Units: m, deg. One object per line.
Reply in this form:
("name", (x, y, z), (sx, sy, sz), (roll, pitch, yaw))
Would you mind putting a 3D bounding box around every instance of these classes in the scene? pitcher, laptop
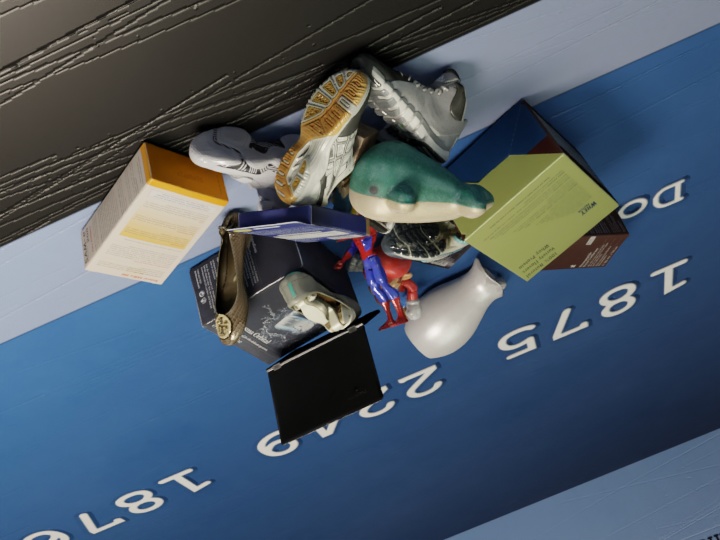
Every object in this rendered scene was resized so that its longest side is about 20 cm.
("pitcher", (0.192, 0.076, 1.667), (0.200, 0.122, 0.171), (-43, 157, 13))
("laptop", (-0.045, 0.169, 1.413), (0.186, 0.117, 0.200), (-26, 180, 16))

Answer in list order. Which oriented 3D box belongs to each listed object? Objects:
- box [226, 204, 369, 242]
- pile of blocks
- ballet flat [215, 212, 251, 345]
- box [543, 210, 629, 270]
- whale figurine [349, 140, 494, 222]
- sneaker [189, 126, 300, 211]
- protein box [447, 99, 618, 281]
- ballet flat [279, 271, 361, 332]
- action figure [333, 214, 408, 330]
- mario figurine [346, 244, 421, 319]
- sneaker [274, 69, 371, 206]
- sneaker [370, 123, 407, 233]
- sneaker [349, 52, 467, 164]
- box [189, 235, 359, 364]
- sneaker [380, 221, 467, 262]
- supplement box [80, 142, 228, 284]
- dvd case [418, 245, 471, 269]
("box", (-0.085, -0.066, 1.216), (0.120, 0.033, 0.199), (-4, 176, 28))
("pile of blocks", (-0.030, -0.138, 1.273), (0.082, 0.062, 0.201), (-50, 162, -38))
("ballet flat", (-0.198, 0.011, 1.299), (0.067, 0.203, 0.046), (-1, 170, 37))
("box", (0.385, -0.059, 1.602), (0.198, 0.076, 0.101), (-3, 143, -22))
("whale figurine", (0.082, -0.121, 1.181), (0.198, 0.105, 0.159), (9, -164, 20))
("sneaker", (-0.152, -0.133, 1.211), (0.198, 0.076, 0.115), (-2, 140, -31))
("protein box", (0.261, -0.121, 1.371), (0.198, 0.136, 0.199), (-42, 139, 20))
("ballet flat", (-0.056, 0.064, 1.343), (0.067, 0.064, 0.200), (-36, 144, 15))
("action figure", (0.000, 0.000, 1.377), (0.098, 0.202, 0.065), (-14, 175, -33))
("mario figurine", (0.041, 0.030, 1.508), (0.122, 0.107, 0.200), (-5, 155, 9))
("sneaker", (-0.037, -0.174, 1.158), (0.087, 0.076, 0.201), (12, 118, -47))
("sneaker", (0.059, -0.152, 1.314), (0.081, 0.075, 0.201), (-29, 149, -36))
("sneaker", (0.078, -0.250, 1.188), (0.200, 0.075, 0.116), (44, 78, -31))
("box", (-0.139, 0.034, 1.419), (0.199, 0.118, 0.197), (-31, 145, 14))
("sneaker", (0.108, -0.039, 1.429), (0.198, 0.078, 0.086), (-10, 155, -39))
("supplement box", (-0.294, -0.075, 1.220), (0.125, 0.074, 0.200), (14, 133, -41))
("dvd case", (0.160, -0.079, 1.505), (0.148, 0.016, 0.200), (12, 136, -37))
